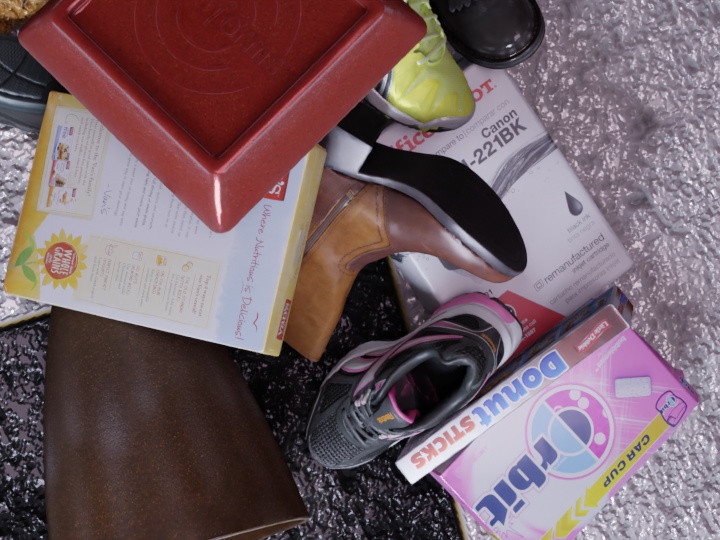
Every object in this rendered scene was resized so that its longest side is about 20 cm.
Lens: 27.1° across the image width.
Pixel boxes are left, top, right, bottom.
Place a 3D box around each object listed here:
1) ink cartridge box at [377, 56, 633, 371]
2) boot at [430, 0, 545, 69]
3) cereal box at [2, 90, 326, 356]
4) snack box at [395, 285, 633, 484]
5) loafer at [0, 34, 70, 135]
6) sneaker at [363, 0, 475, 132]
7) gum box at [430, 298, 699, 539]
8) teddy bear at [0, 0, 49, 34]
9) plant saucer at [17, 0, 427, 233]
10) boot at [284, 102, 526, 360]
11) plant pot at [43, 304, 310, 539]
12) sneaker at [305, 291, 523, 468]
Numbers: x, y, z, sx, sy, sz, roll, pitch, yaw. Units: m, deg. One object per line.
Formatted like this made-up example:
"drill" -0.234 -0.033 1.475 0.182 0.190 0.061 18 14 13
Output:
"ink cartridge box" 0.090 -0.046 1.145 0.144 0.084 0.201 -36 98 -6
"boot" 0.045 -0.246 1.055 0.069 0.174 0.201 -37 62 5
"cereal box" -0.133 -0.033 1.007 0.198 0.040 0.145 12 85 17
"snack box" 0.113 0.083 1.099 0.199 0.072 0.024 -38 90 16
"loafer" -0.199 -0.120 1.103 0.198 0.063 0.073 17 63 -25
"sneaker" 0.017 -0.181 1.039 0.200 0.076 0.076 50 49 -13
"gum box" 0.160 0.124 1.176 0.200 0.066 0.114 -46 99 -6
"teddy bear" -0.264 -0.245 1.018 0.066 0.146 0.201 1 130 24
"plant saucer" -0.091 -0.161 0.970 0.199 0.037 0.200 43 79 10
"boot" 0.000 0.000 1.071 0.187 0.069 0.201 30 126 -3
"plant pot" -0.151 0.108 1.071 0.185 0.187 0.202 -15 78 -10
"sneaker" 0.024 0.090 1.099 0.080 0.086 0.200 46 122 -3
